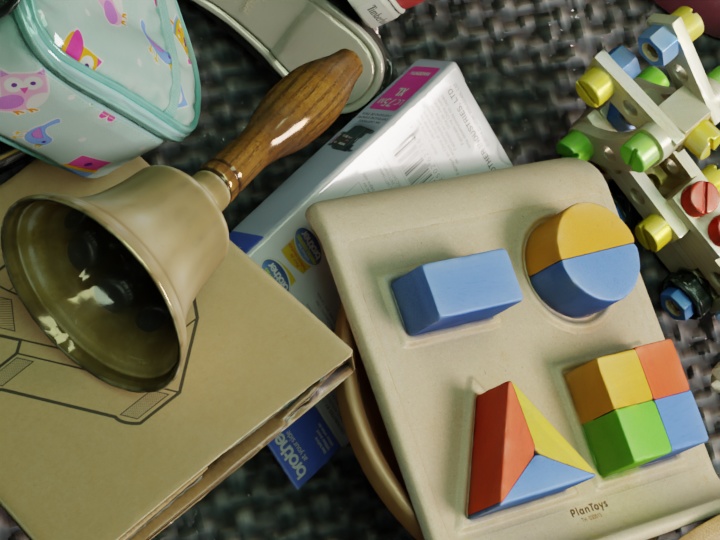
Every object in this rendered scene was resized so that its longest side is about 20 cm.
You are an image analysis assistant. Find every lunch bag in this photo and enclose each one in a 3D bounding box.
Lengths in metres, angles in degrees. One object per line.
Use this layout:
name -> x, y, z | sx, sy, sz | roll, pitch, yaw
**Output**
lunch bag -> -0.147, -0.151, 1.040 | 0.160, 0.077, 0.201 | 27, 44, -57

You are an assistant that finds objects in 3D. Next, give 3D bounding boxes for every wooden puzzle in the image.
wooden puzzle -> 0.085, 0.038, 1.056 | 0.185, 0.046, 0.201 | -12, 73, -38

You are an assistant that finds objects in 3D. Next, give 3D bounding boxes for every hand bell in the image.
hand bell -> -0.061, -0.043, 1.023 | 0.104, 0.104, 0.200 | 49, 53, -4

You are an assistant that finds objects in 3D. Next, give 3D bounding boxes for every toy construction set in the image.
toy construction set -> 0.177, -0.031, 1.157 | 0.092, 0.131, 0.201 | -24, 87, -21

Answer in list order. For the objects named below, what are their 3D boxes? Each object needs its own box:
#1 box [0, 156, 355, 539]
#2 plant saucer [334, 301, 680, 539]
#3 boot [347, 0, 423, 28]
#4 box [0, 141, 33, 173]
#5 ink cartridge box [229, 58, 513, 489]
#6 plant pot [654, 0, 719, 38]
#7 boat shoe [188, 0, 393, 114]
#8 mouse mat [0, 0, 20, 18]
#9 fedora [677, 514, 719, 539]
box -> -0.126, 0.032, 1.030 | 0.163, 0.021, 0.200 | -39, 57, -15
plant saucer -> 0.069, 0.065, 1.085 | 0.199, 0.037, 0.201 | 16, 57, -27
boot -> 0.026, -0.241, 1.137 | 0.144, 0.072, 0.201 | -29, 71, 12
box -> -0.263, -0.092, 1.061 | 0.200, 0.049, 0.160 | -28, 87, -22
ink cartridge box -> 0.000, 0.000, 1.117 | 0.200, 0.042, 0.120 | -45, 120, -24
plant pot -> 0.247, -0.242, 1.198 | 0.199, 0.179, 0.201 | 4, 78, -20
boat shoe -> -0.061, -0.159, 1.149 | 0.067, 0.057, 0.200 | -43, 91, 14
mouse mat -> -0.245, -0.152, 0.984 | 0.199, 0.008, 0.162 | -20, 67, 16
fedora -> 0.169, 0.199, 1.119 | 0.200, 0.082, 0.202 | -7, 107, -25
